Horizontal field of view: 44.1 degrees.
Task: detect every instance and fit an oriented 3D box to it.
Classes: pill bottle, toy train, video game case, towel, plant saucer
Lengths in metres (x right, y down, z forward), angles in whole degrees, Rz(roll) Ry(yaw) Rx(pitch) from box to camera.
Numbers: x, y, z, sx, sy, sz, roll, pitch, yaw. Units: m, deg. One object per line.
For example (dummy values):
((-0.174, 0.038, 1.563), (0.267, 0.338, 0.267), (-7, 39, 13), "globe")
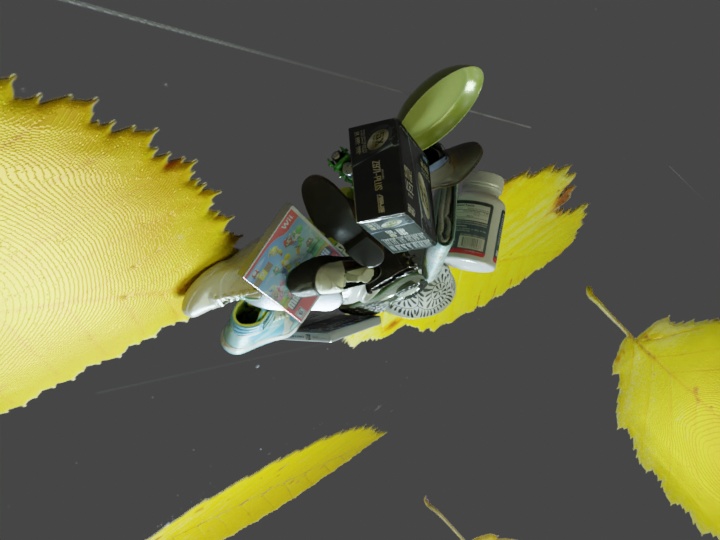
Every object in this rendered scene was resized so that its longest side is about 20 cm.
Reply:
((0.249, -0.106, 1.915), (0.120, 0.119, 0.202), (39, 62, -71), "pill bottle")
((-0.004, -0.159, 1.522), (0.042, 0.056, 0.200), (-41, 162, 6), "toy train")
((-0.082, 0.119, 1.865), (0.181, 0.024, 0.199), (0, -173, 32), "video game case")
((0.167, -0.098, 1.835), (0.172, 0.048, 0.201), (98, 2, -63), "towel")
((0.128, -0.283, 1.535), (0.199, 0.031, 0.200), (-35, 160, -15), "plant saucer")
((-0.111, -0.009, 1.501), (0.144, 0.017, 0.200), (-56, 144, -7), "video game case")

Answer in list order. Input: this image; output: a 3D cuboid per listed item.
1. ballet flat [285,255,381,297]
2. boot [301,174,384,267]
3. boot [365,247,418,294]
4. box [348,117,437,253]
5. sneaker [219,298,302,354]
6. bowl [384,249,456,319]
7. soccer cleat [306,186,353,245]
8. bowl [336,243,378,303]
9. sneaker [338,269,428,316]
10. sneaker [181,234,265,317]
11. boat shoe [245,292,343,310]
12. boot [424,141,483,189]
((-0.038, 0.006, 1.526), (0.199, 0.068, 0.069), (-15, 109, -47), "ballet flat")
((-0.029, -0.096, 1.512), (0.073, 0.200, 0.076), (-26, -148, 26), "boot")
((0.061, -0.072, 1.625), (0.200, 0.175, 0.069), (-38, 155, 25), "boot")
((0.057, -0.136, 1.478), (0.085, 0.165, 0.200), (-9, 163, 17), "box")
((-0.171, 0.082, 1.715), (0.199, 0.080, 0.131), (-29, 160, -33), "sneaker")
((0.114, 0.001, 1.941), (0.200, 0.201, 0.095), (-30, 142, -28), "bowl")
((-0.082, -0.069, 1.570), (0.083, 0.065, 0.201), (29, 105, -41), "soccer cleat")
((0.000, 0.000, 1.770), (0.201, 0.094, 0.201), (-46, 166, -15), "bowl")
((0.042, 0.032, 1.871), (0.199, 0.089, 0.077), (-23, 154, 12), "sneaker")
((-0.207, 0.026, 1.501), (0.199, 0.089, 0.075), (-37, 161, -11), "sneaker")
((-0.131, 0.031, 1.645), (0.198, 0.066, 0.074), (10, 130, -23), "boat shoe")
((0.163, -0.209, 1.703), (0.199, 0.075, 0.097), (-32, 163, -18), "boot")
